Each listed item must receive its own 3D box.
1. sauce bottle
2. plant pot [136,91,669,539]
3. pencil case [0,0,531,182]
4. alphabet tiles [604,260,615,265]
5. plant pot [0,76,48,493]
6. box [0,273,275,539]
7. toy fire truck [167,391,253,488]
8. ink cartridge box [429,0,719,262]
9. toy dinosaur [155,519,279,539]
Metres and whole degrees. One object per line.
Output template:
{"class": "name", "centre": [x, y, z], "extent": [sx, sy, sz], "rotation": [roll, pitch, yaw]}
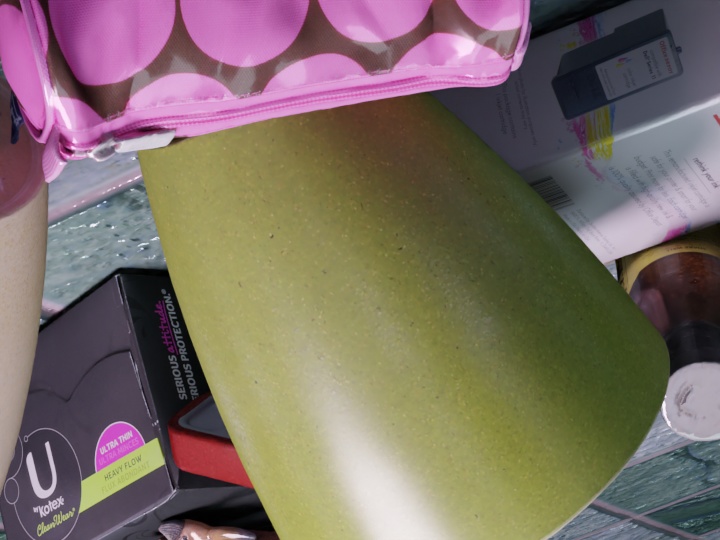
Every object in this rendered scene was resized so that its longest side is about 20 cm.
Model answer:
{"class": "sauce bottle", "centre": [0.156, 0.016, 1.000], "extent": [0.066, 0.066, 0.200], "rotation": [-22, -161, 14]}
{"class": "plant pot", "centre": [0.000, 0.000, 0.855], "extent": [0.186, 0.201, 0.187], "rotation": [-28, -158, 12]}
{"class": "pencil case", "centre": [-0.031, -0.094, 0.741], "extent": [0.199, 0.094, 0.091], "rotation": [-12, 160, -16]}
{"class": "alphabet tiles", "centre": [0.150, -0.038, 1.113], "extent": [0.199, 0.008, 0.167], "rotation": [-22, 160, 14]}
{"class": "plant pot", "centre": [-0.197, 0.012, 0.803], "extent": [0.186, 0.188, 0.200], "rotation": [-2, 142, -37]}
{"class": "box", "centre": [-0.088, 0.091, 1.157], "extent": [0.199, 0.125, 0.148], "rotation": [5, 151, -46]}
{"class": "toy fire truck", "centre": [0.026, 0.074, 1.028], "extent": [0.199, 0.113, 0.168], "rotation": [12, -149, 31]}
{"class": "ink cartridge box", "centre": [0.136, -0.068, 0.955], "extent": [0.199, 0.068, 0.117], "rotation": [-19, 152, 19]}
{"class": "toy dinosaur", "centre": [-0.025, 0.173, 1.133], "extent": [0.199, 0.086, 0.136], "rotation": [-11, 154, -37]}
